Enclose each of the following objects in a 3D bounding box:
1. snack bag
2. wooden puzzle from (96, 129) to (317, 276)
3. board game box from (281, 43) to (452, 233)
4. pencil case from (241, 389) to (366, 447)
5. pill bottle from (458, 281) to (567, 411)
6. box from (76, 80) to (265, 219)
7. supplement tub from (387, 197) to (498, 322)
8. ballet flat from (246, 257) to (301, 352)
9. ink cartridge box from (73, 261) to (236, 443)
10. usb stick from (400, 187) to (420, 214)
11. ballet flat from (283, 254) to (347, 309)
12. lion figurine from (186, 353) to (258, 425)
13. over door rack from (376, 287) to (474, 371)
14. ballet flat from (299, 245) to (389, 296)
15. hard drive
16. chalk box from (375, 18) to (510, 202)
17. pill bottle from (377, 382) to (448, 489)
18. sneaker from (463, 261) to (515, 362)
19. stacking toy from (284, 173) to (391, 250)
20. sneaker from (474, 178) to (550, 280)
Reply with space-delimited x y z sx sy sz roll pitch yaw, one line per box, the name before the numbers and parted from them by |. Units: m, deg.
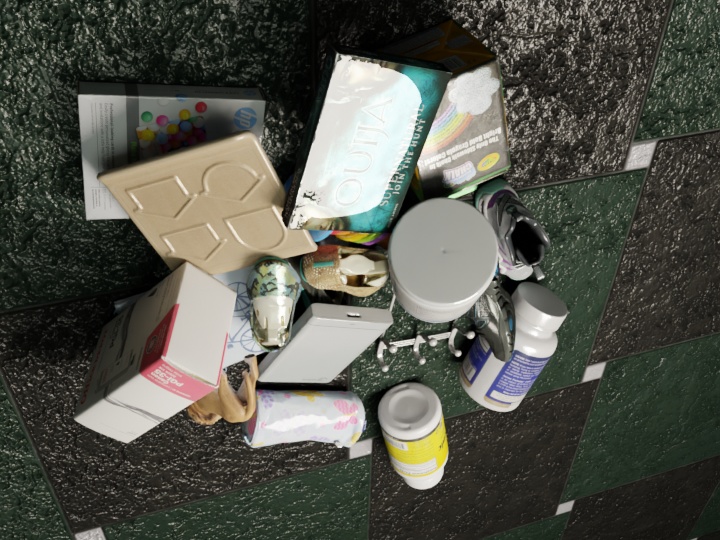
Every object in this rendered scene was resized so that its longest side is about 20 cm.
snack bag | -0.218 0.075 0.995 0.199 0.021 0.189 -21 131 -2
wooden puzzle | -0.166 -0.073 0.800 0.184 0.047 0.200 -12 140 15
board game box | 0.003 -0.130 0.744 0.134 0.028 0.201 0 127 -29
pencil case | -0.093 0.240 1.138 0.199 0.083 0.091 8 102 -27
pill bottle | 0.257 0.125 1.171 0.119 0.120 0.201 7 124 -28
box | -0.217 -0.135 0.811 0.198 0.041 0.157 -4 129 -22
supplement tub | 0.100 -0.007 0.893 0.131 0.133 0.200 -26 169 -1
ballet flat | -0.111 0.054 0.904 0.074 0.075 0.200 -15 157 -12
ink cartridge box | -0.253 0.105 0.863 0.199 0.147 0.083 -32 128 32
usb stick | 0.111 -0.072 0.997 0.055 0.033 0.200 -31 132 29
ballet flat | -0.067 0.007 0.980 0.068 0.068 0.200 -34 143 -7
lion figurine | -0.193 0.172 0.968 0.072 0.199 0.124 -17 103 -32
over door rack | 0.107 0.074 1.102 0.147 0.067 0.201 -8 130 -18
ballet flat | 0.000 0.000 0.947 0.065 0.071 0.199 -7 178 32
hard drive | -0.058 0.113 1.040 0.131 0.027 0.200 6 145 -31
chalk box | 0.099 -0.175 0.860 0.124 0.124 0.201 -22 133 -6
pill bottle | 0.099 0.303 1.253 0.111 0.112 0.201 -20 133 -7
sneaker | 0.183 0.054 1.058 0.081 0.073 0.201 -9 119 23
stacking toy | 0.003 -0.072 0.928 0.110 0.116 0.200 -39 143 12
sneaker | 0.236 -0.025 1.026 0.077 0.140 0.200 -32 132 4
